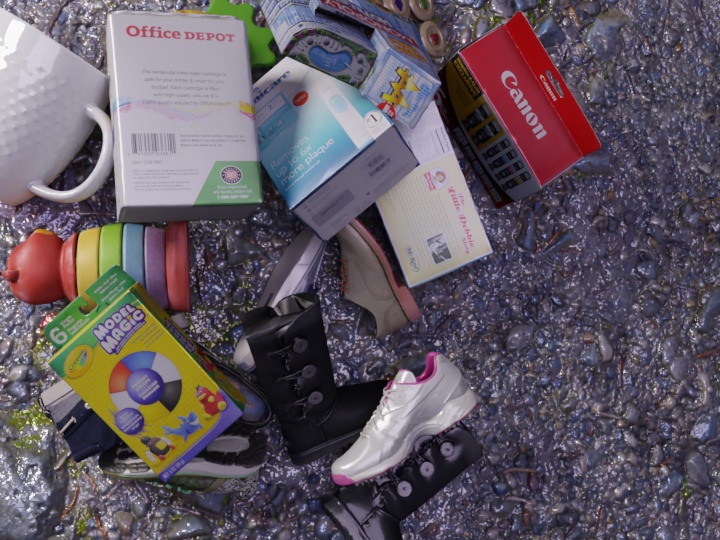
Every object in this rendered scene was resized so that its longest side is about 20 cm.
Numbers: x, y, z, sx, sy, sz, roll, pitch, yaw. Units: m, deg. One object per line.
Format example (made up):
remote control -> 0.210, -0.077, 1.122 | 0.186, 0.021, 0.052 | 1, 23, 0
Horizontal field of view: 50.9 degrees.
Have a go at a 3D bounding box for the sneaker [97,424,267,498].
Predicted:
sneaker -> -0.203, 0.235, 0.873 | 0.196, 0.077, 0.090 | 1, 121, 2

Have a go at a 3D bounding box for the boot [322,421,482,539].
boot -> 0.076, 0.285, 0.944 | 0.199, 0.066, 0.166 | -39, 96, -20

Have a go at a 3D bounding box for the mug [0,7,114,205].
mug -> -0.356, -0.157, 0.830 | 0.198, 0.148, 0.177 | 31, 89, 8

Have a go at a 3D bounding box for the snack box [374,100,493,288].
snack box -> 0.075, -0.093, 0.939 | 0.115, 0.037, 0.203 | -22, 93, 1

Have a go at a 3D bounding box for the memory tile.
memory tile -> 0.030, -0.344, 0.988 | 0.198, 0.017, 0.156 | -22, 96, -40

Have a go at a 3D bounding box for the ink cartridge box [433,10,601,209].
ink cartridge box -> 0.191, -0.201, 0.978 | 0.083, 0.175, 0.202 | -34, 92, -16

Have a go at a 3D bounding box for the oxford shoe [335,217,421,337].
oxford shoe -> 0.000, 0.000, 0.940 | 0.073, 0.071, 0.201 | -34, 108, -1

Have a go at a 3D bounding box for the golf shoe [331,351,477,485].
golf shoe -> 0.040, 0.172, 0.887 | 0.198, 0.075, 0.093 | -31, 97, -19

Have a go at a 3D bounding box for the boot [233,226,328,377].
boot -> -0.074, 0.047, 0.940 | 0.090, 0.072, 0.202 | 33, 78, -24

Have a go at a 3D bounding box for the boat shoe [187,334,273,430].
boat shoe -> -0.186, 0.125, 0.896 | 0.198, 0.057, 0.069 | 31, 76, -8

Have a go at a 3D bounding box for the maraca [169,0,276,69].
maraca -> -0.191, -0.260, 0.918 | 0.199, 0.107, 0.138 | -40, 88, -26

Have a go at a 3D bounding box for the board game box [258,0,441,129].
board game box -> 0.001, -0.245, 0.829 | 0.198, 0.201, 0.062 | 16, 122, -32

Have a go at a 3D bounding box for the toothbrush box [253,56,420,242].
toothbrush box -> -0.047, -0.159, 0.883 | 0.146, 0.085, 0.201 | -37, 53, 6

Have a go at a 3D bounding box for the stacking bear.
stacking bear -> -0.295, -0.004, 0.858 | 0.196, 0.121, 0.116 | -2, 93, -12

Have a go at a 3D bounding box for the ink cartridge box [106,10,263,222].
ink cartridge box -> -0.188, -0.158, 0.798 | 0.143, 0.087, 0.204 | -4, 84, -22

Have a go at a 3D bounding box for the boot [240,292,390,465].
boot -> -0.040, 0.111, 0.887 | 0.163, 0.065, 0.203 | -28, 119, -22

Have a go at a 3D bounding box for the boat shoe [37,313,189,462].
boat shoe -> -0.257, 0.133, 0.841 | 0.198, 0.075, 0.094 | -32, 85, 14

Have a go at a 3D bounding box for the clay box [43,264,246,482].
clay box -> -0.226, 0.105, 0.780 | 0.115, 0.048, 0.201 | -40, 103, 3
